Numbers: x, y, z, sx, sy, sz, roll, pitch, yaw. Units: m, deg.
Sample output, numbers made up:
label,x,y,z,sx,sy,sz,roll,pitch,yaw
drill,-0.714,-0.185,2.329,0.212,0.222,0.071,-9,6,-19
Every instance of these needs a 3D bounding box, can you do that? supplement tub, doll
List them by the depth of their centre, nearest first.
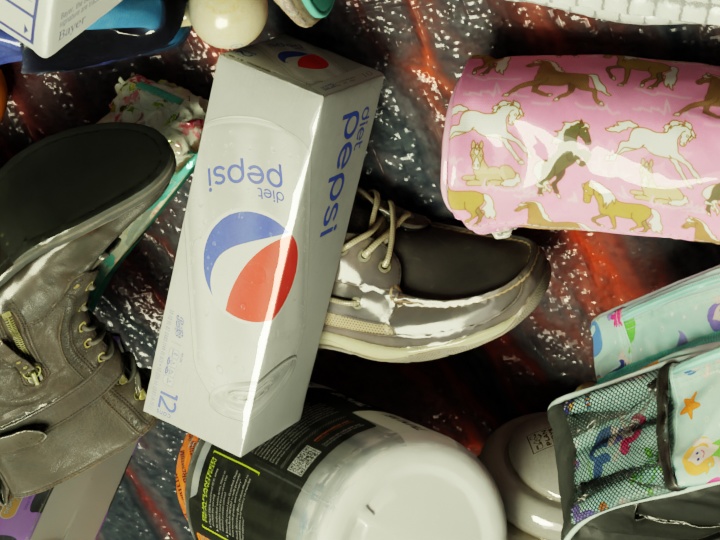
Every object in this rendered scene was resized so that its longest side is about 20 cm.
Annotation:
label,x,y,z,sx,sy,sz,roll,pitch,yaw
doll,-0.142,-0.117,1.256,0.198,0.136,0.049,-11,90,11
supplement tub,-0.018,0.129,1.387,0.123,0.123,0.200,49,165,-26

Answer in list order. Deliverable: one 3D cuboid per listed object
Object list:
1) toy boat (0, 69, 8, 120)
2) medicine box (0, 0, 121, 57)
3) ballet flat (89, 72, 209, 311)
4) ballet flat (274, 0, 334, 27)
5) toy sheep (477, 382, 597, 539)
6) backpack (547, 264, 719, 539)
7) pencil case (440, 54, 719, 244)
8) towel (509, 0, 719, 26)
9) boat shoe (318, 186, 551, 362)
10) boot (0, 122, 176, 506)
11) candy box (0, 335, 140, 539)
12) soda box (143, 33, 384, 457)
label,x,y,z,sx,sy,sz,roll,pitch,yaw
toy boat,-0.242,-0.068,1.355,0.131,0.131,0.200,-42,113,10
medicine box,-0.167,-0.231,1.132,0.182,0.103,0.201,33,137,15
ballet flat,-0.141,-0.033,1.373,0.064,0.076,0.200,36,124,-2
ballet flat,-0.061,-0.206,1.186,0.067,0.068,0.201,1,122,24
toy sheep,0.113,0.142,1.406,0.137,0.138,0.201,12,121,8
backpack,0.211,0.077,1.257,0.177,0.152,0.199,12,161,-34
pencil case,0.141,-0.055,1.238,0.198,0.083,0.087,4,148,15
towel,0.108,-0.194,1.121,0.198,0.086,0.166,7,135,11
boat shoe,0.000,0.000,1.345,0.198,0.075,0.074,-4,130,21
boot,-0.148,0.026,1.332,0.199,0.069,0.174,-33,136,7
candy box,-0.245,0.116,1.473,0.198,0.168,0.072,1,131,18
soda box,-0.050,-0.013,1.295,0.063,0.068,0.201,23,113,22
